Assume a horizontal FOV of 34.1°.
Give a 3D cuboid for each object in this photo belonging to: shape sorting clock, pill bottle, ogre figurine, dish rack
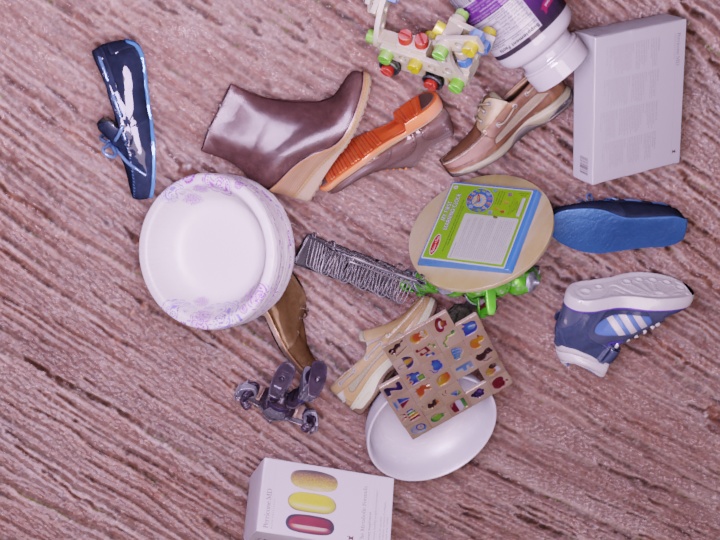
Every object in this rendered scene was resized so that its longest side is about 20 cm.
[{"bbox_3d":[0.160,-0.050,1.558,0.199,0.201,0.039,-22,138,2],"label":"shape sorting clock"},{"bbox_3d":[0.193,-0.326,1.470,0.111,0.112,0.200,-40,104,10],"label":"pill bottle"},{"bbox_3d":[0.166,0.014,1.617,0.199,0.120,0.099,18,89,-12],"label":"ogre figurine"},{"bbox_3d":[0.000,0.000,1.556,0.153,0.200,0.055,19,92,-16],"label":"dish rack"}]

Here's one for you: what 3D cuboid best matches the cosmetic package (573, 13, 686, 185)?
[{"bbox_3d":[0.358,-0.229,1.563,0.150,0.052,0.201,-14,116,-21],"label":"cosmetic package"}]

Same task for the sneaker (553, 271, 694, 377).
[{"bbox_3d":[0.380,0.086,1.718,0.199,0.081,0.147,-4,122,-11],"label":"sneaker"}]

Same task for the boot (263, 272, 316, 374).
[{"bbox_3d":[-0.095,0.069,1.642,0.075,0.074,0.201,-32,112,-5],"label":"boot"}]

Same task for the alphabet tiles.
[{"bbox_3d":[0.108,0.139,1.619,0.167,0.008,0.200,-29,132,2],"label":"alphabet tiles"}]

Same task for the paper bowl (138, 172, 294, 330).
[{"bbox_3d":[-0.181,-0.027,1.537,0.199,0.104,0.202,2,95,21],"label":"paper bowl"}]

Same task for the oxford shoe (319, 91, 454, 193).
[{"bbox_3d":[0.036,-0.153,1.562,0.199,0.071,0.073,-33,122,8],"label":"oxford shoe"}]

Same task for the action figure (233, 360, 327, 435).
[{"bbox_3d":[-0.110,0.181,1.644,0.129,0.070,0.200,16,154,-10],"label":"action figure"}]

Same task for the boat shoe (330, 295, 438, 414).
[{"bbox_3d":[0.030,0.108,1.675,0.076,0.072,0.200,37,93,4],"label":"boat shoe"}]

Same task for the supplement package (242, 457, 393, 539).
[{"bbox_3d":[-0.063,0.357,1.723,0.199,0.114,0.110,11,152,-13],"label":"supplement package"}]

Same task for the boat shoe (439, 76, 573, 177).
[{"bbox_3d":[0.186,-0.204,1.564,0.200,0.076,0.074,-36,109,-1],"label":"boat shoe"}]

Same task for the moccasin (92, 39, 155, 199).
[{"bbox_3d":[-0.302,-0.189,1.487,0.068,0.080,0.201,-10,102,-19],"label":"moccasin"}]

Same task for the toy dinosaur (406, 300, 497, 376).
[{"bbox_3d":[0.118,0.093,1.653,0.199,0.047,0.089,-22,124,-46],"label":"toy dinosaur"}]

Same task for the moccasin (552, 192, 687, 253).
[{"bbox_3d":[0.355,-0.065,1.650,0.199,0.068,0.081,5,120,-9],"label":"moccasin"}]

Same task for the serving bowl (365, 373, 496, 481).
[{"bbox_3d":[0.096,0.214,1.722,0.199,0.066,0.201,-10,126,-14],"label":"serving bowl"}]

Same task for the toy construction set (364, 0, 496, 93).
[{"bbox_3d":[0.074,-0.292,1.464,0.092,0.200,0.131,-48,158,-14],"label":"toy construction set"}]

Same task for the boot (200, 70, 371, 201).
[{"bbox_3d":[-0.095,-0.201,1.519,0.166,0.072,0.201,28,103,-16],"label":"boot"}]
